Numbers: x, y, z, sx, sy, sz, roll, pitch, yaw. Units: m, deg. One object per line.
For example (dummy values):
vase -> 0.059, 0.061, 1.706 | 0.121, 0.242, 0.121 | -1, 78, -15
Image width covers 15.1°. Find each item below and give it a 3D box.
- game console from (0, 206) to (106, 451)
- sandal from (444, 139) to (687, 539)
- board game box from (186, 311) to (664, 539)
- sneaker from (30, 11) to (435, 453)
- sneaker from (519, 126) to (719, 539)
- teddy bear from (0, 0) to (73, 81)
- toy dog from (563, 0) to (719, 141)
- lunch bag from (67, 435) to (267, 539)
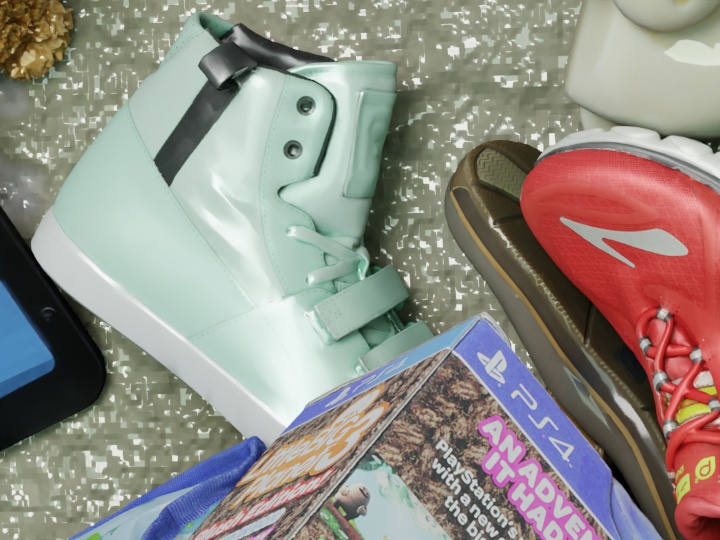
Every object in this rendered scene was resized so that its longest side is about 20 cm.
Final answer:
game console -> -0.202, 0.032, 0.859 | 0.116, 0.176, 0.200 | -6, 130, 34
sandal -> 0.081, 0.052, 0.872 | 0.055, 0.082, 0.200 | -38, 87, 33
board game box -> 0.007, 0.142, 0.758 | 0.160, 0.200, 0.097 | 51, 140, -9
sneaker -> 0.000, 0.000, 0.875 | 0.200, 0.074, 0.118 | 35, 108, 7
sneaker -> 0.116, 0.041, 0.811 | 0.200, 0.077, 0.085 | 47, 57, 8
teddy bear -> -0.198, -0.067, 0.909 | 0.199, 0.067, 0.146 | -6, 98, 11
toy dog -> 0.162, -0.097, 0.809 | 0.199, 0.140, 0.195 | 5, 107, 9
lunch bag -> -0.075, 0.175, 0.883 | 0.200, 0.127, 0.170 | -29, 94, 44
